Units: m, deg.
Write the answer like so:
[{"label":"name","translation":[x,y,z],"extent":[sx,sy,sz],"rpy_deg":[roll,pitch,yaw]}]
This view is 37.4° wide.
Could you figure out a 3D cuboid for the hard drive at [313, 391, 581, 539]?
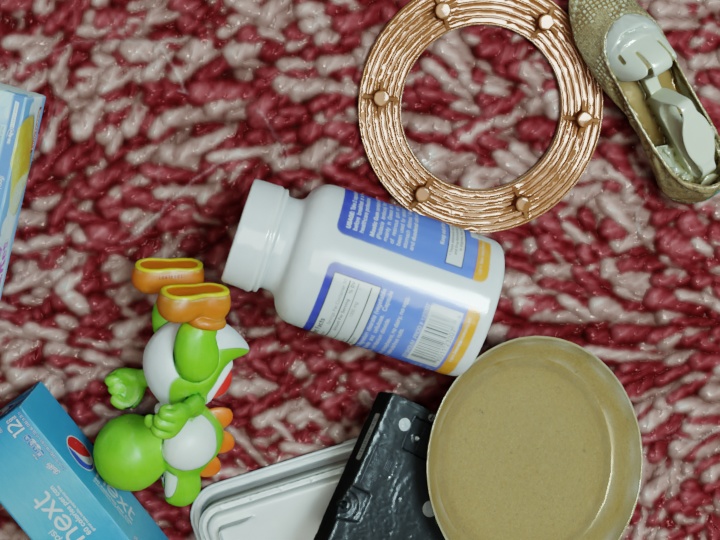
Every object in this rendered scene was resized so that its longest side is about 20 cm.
[{"label":"hard drive","translation":[0.074,0.203,0.861],"extent":[0.199,0.038,0.140],"rpy_deg":[28,77,-17]}]

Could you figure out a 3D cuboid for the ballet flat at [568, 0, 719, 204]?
[{"label":"ballet flat","translation":[0.232,-0.142,0.826],"extent":[0.070,0.065,0.201],"rpy_deg":[-37,101,-7]}]

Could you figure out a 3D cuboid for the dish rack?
[{"label":"dish rack","translation":[-0.032,0.242,0.894],"extent":[0.199,0.044,0.173],"rpy_deg":[-17,101,0]}]

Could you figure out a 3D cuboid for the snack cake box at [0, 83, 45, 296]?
[{"label":"snack cake box","translation":[-0.323,-0.051,0.809],"extent":[0.114,0.067,0.201],"rpy_deg":[14,99,-7]}]

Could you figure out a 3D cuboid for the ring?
[{"label":"ring","translation":[0.097,-0.129,0.845],"extent":[0.199,0.019,0.202],"rpy_deg":[-1,101,-4]}]

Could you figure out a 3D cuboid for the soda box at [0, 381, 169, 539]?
[{"label":"soda box","translation":[-0.228,0.193,0.859],"extent":[0.064,0.068,0.201],"rpy_deg":[-34,101,4]}]

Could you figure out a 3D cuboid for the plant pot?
[{"label":"plant pot","translation":[0.138,0.153,0.857],"extent":[0.199,0.027,0.202],"rpy_deg":[1,87,-22]}]

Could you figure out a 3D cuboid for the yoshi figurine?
[{"label":"yoshi figurine","translation":[-0.161,0.097,0.829],"extent":[0.111,0.112,0.201],"rpy_deg":[12,112,15]}]

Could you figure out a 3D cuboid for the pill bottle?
[{"label":"pill bottle","translation":[0.000,0.000,0.816],"extent":[0.199,0.112,0.113],"rpy_deg":[19,99,-6]}]
